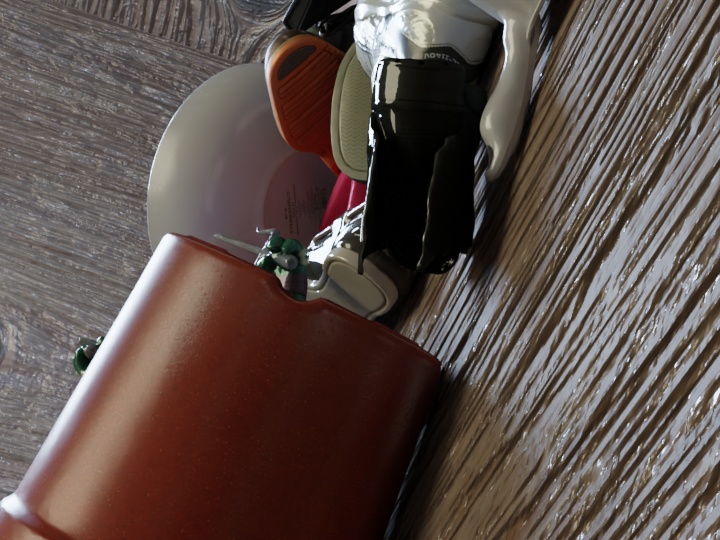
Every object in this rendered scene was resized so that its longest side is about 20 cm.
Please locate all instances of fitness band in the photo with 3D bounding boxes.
[{"bbox_3d":[-0.015,-0.001,1.418,0.200,0.037,0.144,115,170,-59],"label":"fitness band"}]

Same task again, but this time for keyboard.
[{"bbox_3d":[0.012,-0.221,1.421,0.200,0.021,0.127,-38,-15,-39],"label":"keyboard"}]

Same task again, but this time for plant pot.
[{"bbox_3d":[-0.066,0.100,0.939,0.196,0.200,0.201,-65,6,-3],"label":"plant pot"}]

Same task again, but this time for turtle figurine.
[{"bbox_3d":[-0.081,0.046,1.146,0.149,0.101,0.200,-36,8,-4],"label":"turtle figurine"}]

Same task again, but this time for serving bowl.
[{"bbox_3d":[-0.064,-0.053,1.507,0.066,0.200,0.201,13,84,43],"label":"serving bowl"}]

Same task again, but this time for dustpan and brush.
[{"bbox_3d":[0.077,-0.141,0.952,0.140,0.057,0.201,125,168,-75],"label":"dustpan and brush"}]

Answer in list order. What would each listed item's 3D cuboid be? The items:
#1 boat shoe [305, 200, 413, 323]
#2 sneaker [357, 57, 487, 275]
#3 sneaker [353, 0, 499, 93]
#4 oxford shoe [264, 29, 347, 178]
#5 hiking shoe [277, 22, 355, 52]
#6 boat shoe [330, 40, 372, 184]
[{"bbox_3d":[0.000,0.000,1.197,0.057,0.067,0.200,-50,5,-15],"label":"boat shoe"},{"bbox_3d":[0.029,-0.047,0.996,0.200,0.060,0.105,14,-101,-83],"label":"sneaker"},{"bbox_3d":[0.027,-0.119,1.181,0.200,0.075,0.088,138,149,-80],"label":"sneaker"},{"bbox_3d":[-0.035,-0.126,1.403,0.071,0.073,0.200,-38,-23,-1],"label":"oxford shoe"},{"bbox_3d":[-0.009,-0.133,1.642,0.100,0.076,0.201,-30,-32,-17],"label":"hiking shoe"},{"bbox_3d":[0.030,-0.145,1.337,0.068,0.071,0.201,67,-146,-67],"label":"boat shoe"}]
